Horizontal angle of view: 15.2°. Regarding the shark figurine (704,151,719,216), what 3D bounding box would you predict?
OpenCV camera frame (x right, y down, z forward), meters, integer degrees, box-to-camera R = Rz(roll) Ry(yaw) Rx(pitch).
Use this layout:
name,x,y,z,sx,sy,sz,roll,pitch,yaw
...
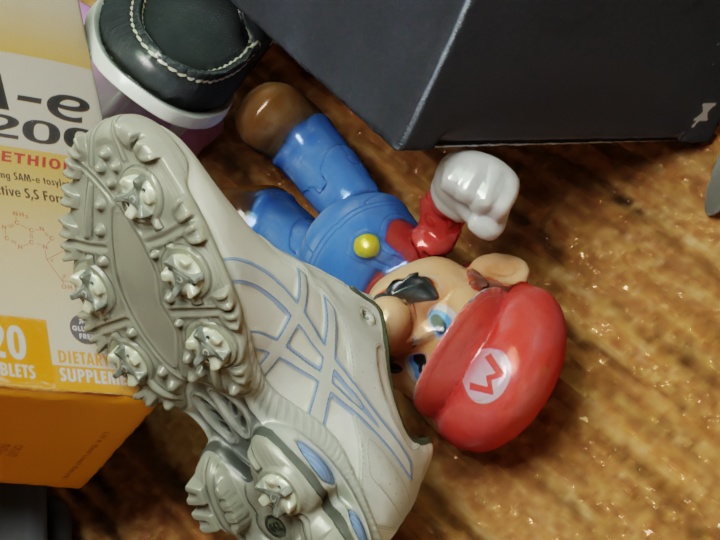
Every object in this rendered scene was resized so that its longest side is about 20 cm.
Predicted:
name,x,y,z,sx,sy,sz,roll,pitch,yaw
shark figurine,0.245,-0.047,1.066,0.214,0.090,0.128,-11,20,3

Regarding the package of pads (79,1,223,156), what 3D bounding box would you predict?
name,x,y,z,sx,sy,sz,roll,pitch,yaw
package of pads,-0.169,-0.036,1.198,0.120,0.076,0.200,32,72,33

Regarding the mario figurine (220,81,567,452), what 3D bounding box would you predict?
name,x,y,z,sx,sy,sz,roll,pitch,yaw
mario figurine,0.000,0.000,1.090,0.106,0.124,0.200,-30,46,-24

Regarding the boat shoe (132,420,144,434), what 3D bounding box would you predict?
name,x,y,z,sx,sy,sz,roll,pitch,yaw
boat shoe,-0.179,0.045,1.088,0.199,0.073,0.072,-3,4,-22

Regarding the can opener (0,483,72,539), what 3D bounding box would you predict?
name,x,y,z,sx,sy,sz,roll,pitch,yaw
can opener,-0.143,0.171,1.063,0.066,0.053,0.201,-11,54,13

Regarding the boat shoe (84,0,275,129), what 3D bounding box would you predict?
name,x,y,z,sx,sy,sz,roll,pitch,yaw
boat shoe,-0.063,-0.119,1.160,0.060,0.076,0.200,-48,9,22

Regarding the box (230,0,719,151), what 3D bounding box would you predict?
name,x,y,z,sx,sy,sz,roll,pitch,yaw
box,0.043,-0.149,1.109,0.200,0.196,0.118,44,121,33

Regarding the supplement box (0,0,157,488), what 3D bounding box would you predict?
name,x,y,z,sx,sy,sz,roll,pitch,yaw
supplement box,-0.162,-0.023,1.044,0.074,0.126,0.201,-47,48,43

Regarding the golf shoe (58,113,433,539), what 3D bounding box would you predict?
name,x,y,z,sx,sy,sz,roll,pitch,yaw
golf shoe,-0.039,0.020,0.997,0.078,0.201,0.097,-5,28,43
